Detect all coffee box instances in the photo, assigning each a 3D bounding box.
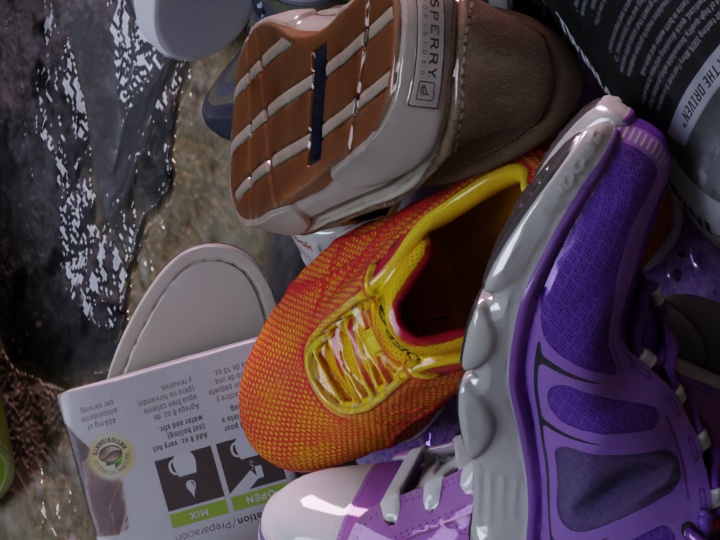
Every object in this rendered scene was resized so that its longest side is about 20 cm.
[{"bbox_3d":[-0.040,0.129,1.047,0.113,0.080,0.200,-2,-104,-85],"label":"coffee box"}]

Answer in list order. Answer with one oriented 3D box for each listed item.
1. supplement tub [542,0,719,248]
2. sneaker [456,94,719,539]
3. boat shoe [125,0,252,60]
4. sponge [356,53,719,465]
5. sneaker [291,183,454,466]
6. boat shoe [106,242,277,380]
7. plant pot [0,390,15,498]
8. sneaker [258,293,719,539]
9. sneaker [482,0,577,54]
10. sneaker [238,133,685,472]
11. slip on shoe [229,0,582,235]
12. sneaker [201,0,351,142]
[{"bbox_3d":[0.119,-0.085,0.807,0.200,0.122,0.123,60,139,31],"label":"supplement tub"},{"bbox_3d":[0.075,0.045,0.800,0.083,0.081,0.200,9,120,16],"label":"sneaker"},{"bbox_3d":[-0.064,-0.182,1.113,0.066,0.070,0.200,44,137,41],"label":"boat shoe"},{"bbox_3d":[0.072,0.023,0.938,0.112,0.030,0.200,48,131,15],"label":"sponge"},{"bbox_3d":[0.000,0.000,1.029,0.073,0.085,0.200,39,129,44],"label":"sneaker"},{"bbox_3d":[-0.069,0.075,1.153,0.063,0.072,0.200,-92,7,-68],"label":"boat shoe"},{"bbox_3d":[-0.261,0.008,1.354,0.187,0.187,0.200,-40,48,51],"label":"plant pot"},{"bbox_3d":[0.060,0.054,0.885,0.200,0.073,0.115,0,120,16],"label":"sneaker"},{"bbox_3d":[0.017,-0.137,0.926,0.085,0.077,0.200,-8,110,29],"label":"sneaker"},{"bbox_3d":[0.015,0.011,0.911,0.200,0.077,0.073,-39,81,43],"label":"sneaker"},{"bbox_3d":[0.007,-0.052,0.903,0.200,0.060,0.076,156,118,-69],"label":"slip on shoe"},{"bbox_3d":[-0.016,-0.124,1.017,0.200,0.081,0.074,-56,16,38],"label":"sneaker"}]
